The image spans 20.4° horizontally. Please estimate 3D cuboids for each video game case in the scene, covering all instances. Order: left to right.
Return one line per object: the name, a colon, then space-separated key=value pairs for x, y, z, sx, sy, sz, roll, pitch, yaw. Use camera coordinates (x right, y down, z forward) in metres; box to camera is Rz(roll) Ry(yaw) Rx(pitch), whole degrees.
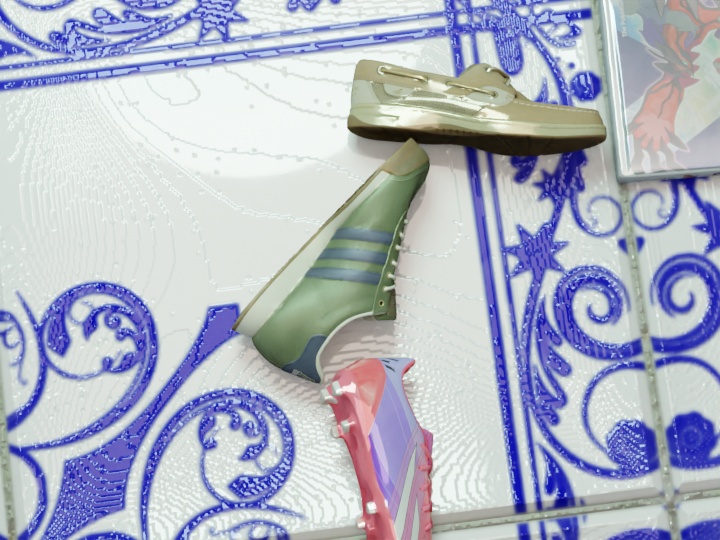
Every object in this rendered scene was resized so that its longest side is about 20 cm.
video game case: x=0.282 y=-0.174 z=1.567 sx=0.182 sy=0.023 sz=0.200 roll=-5 pitch=81 yaw=-1

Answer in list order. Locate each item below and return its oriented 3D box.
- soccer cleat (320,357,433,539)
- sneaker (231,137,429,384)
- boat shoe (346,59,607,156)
soccer cleat: x=0.030 y=0.162 z=1.491 sx=0.076 sy=0.067 sz=0.200 roll=-14 pitch=82 yaw=-19
sneaker: x=0.000 y=0.000 z=1.520 sx=0.090 sy=0.067 sz=0.200 roll=43 pitch=83 yaw=-1
boat shoe: x=0.091 y=-0.129 z=1.534 sx=0.200 sy=0.071 sz=0.065 roll=6 pitch=81 yaw=2
